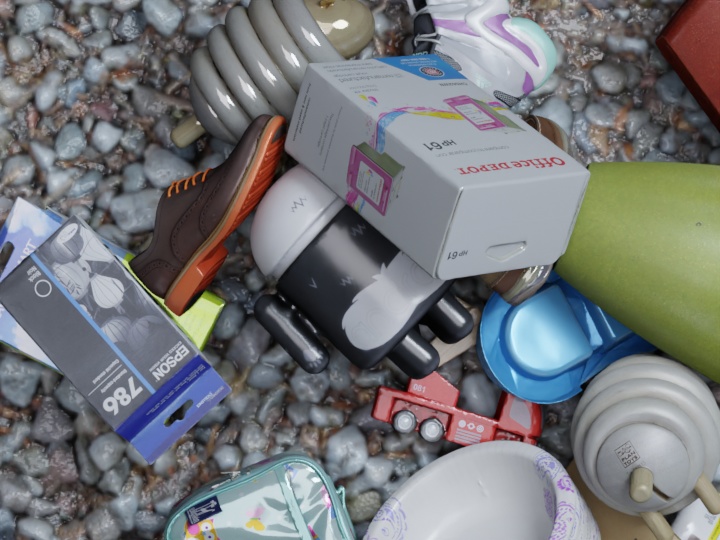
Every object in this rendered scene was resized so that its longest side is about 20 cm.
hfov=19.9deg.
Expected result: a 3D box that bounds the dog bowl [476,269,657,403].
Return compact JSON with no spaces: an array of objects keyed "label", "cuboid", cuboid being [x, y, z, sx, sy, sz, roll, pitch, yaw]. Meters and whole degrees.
[{"label":"dog bowl","cuboid":[0.184,0.039,1.737,0.199,0.050,0.112,-27,87,-18]}]

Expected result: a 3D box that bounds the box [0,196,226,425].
[{"label":"box","cuboid":[-0.229,0.034,1.757,0.199,0.048,0.123,28,88,0]}]

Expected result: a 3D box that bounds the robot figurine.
[{"label":"robot figurine","cuboid":[0.001,-0.001,1.677,0.200,0.150,0.125,44,132,1]}]

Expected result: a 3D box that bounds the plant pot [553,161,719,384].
[{"label":"plant pot","cuboid":[0.264,-0.011,1.662,0.198,0.187,0.189,18,89,2]}]

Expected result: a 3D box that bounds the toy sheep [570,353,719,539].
[{"label":"toy sheep","cuboid":[0.233,0.138,1.651,0.136,0.200,0.139,2,108,5]}]

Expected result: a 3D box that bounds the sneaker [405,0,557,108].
[{"label":"sneaker","cuboid":[0.058,-0.202,1.732,0.200,0.078,0.140,45,71,1]}]

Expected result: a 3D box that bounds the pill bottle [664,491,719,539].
[{"label":"pill bottle","cuboid":[0.332,0.275,1.731,0.199,0.109,0.110,35,89,0]}]

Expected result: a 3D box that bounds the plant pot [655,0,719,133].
[{"label":"plant pot","cuboid":[0.356,-0.190,1.701,0.176,0.200,0.201,-37,90,7]}]

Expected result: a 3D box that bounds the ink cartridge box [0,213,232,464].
[{"label":"ink cartridge box","cuboid":[-0.208,0.059,1.716,0.099,0.039,0.200,-43,91,-2]}]

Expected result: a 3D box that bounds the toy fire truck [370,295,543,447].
[{"label":"toy fire truck","cuboid":[0.071,0.076,1.760,0.198,0.049,0.142,16,88,-1]}]

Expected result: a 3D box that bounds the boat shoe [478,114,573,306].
[{"label":"boat shoe","cuboid":[0.127,-0.063,1.703,0.071,0.201,0.076,27,132,-15]}]

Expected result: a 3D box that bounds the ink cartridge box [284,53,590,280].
[{"label":"ink cartridge box","cuboid":[0.059,-0.085,1.600,0.200,0.144,0.085,42,127,36]}]

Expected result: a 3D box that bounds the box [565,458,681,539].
[{"label":"box","cuboid":[0.195,0.266,1.695,0.021,0.200,0.164,30,99,-41]}]

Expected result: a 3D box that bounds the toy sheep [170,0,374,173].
[{"label":"toy sheep","cuboid":[-0.075,-0.161,1.716,0.199,0.138,0.138,-35,90,5]}]

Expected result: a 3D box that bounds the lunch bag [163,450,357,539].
[{"label":"lunch bag","cuboid":[-0.069,0.258,1.742,0.159,0.077,0.201,-24,91,0]}]

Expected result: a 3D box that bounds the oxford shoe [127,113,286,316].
[{"label":"oxford shoe","cuboid":[-0.128,-0.055,1.676,0.072,0.071,0.201,36,115,5]}]

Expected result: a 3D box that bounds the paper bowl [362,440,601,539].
[{"label":"paper bowl","cuboid":[0.104,0.246,1.677,0.200,0.201,0.105,-36,122,-1]}]
